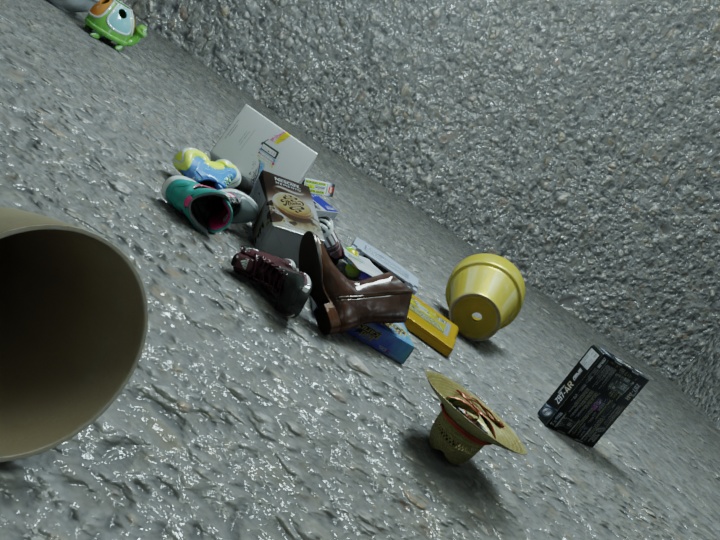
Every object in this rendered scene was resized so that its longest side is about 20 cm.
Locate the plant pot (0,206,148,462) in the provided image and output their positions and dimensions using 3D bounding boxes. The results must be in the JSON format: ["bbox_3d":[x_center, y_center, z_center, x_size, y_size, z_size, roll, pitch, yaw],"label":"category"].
[{"bbox_3d":[-0.305,0.022,0.632,0.200,0.188,0.187,26,4,40],"label":"plant pot"}]

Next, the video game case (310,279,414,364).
[{"bbox_3d":[-0.003,0.077,1.473,0.200,0.045,0.181,31,14,-17],"label":"video game case"}]

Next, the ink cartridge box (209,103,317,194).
[{"bbox_3d":[-0.225,-0.253,1.807,0.200,0.145,0.147,34,-12,-4],"label":"ink cartridge box"}]

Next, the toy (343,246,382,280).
[{"bbox_3d":[0.000,0.000,1.767,0.115,0.047,0.200,25,12,-26],"label":"toy"}]

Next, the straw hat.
[{"bbox_3d":[0.147,0.239,1.156,0.201,0.085,0.201,37,7,-5],"label":"straw hat"}]

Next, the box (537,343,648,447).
[{"bbox_3d":[0.504,0.274,1.690,0.160,0.200,0.044,27,15,-28],"label":"box"}]

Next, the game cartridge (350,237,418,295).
[{"bbox_3d":[0.059,-0.010,1.990,0.200,0.041,0.133,34,16,-2],"label":"game cartridge"}]

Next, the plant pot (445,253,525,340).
[{"bbox_3d":[0.305,0.081,1.967,0.201,0.201,0.189,35,28,2],"label":"plant pot"}]

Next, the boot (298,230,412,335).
[{"bbox_3d":[-0.003,0.014,1.369,0.200,0.064,0.187,-9,84,-38],"label":"boot"}]

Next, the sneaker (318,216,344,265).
[{"bbox_3d":[-0.097,-0.059,1.691,0.116,0.076,0.200,61,-15,-21],"label":"sneaker"}]

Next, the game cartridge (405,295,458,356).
[{"bbox_3d":[0.139,0.110,1.749,0.176,0.032,0.200,35,11,4],"label":"game cartridge"}]

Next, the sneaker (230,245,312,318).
[{"bbox_3d":[-0.156,0.012,1.279,0.115,0.076,0.200,24,5,-22],"label":"sneaker"}]

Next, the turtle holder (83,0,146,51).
[{"bbox_3d":[-0.778,-0.786,2.495,0.185,0.132,0.141,29,13,-23],"label":"turtle holder"}]

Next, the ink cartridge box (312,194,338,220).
[{"bbox_3d":[-0.137,-0.166,2.036,0.094,0.044,0.200,39,13,14],"label":"ink cartridge box"}]

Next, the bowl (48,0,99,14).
[{"bbox_3d":[-0.963,-0.905,2.555,0.201,0.090,0.201,32,12,-8],"label":"bowl"}]

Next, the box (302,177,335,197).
[{"bbox_3d":[-0.174,-0.228,2.004,0.200,0.035,0.110,18,9,40],"label":"box"}]

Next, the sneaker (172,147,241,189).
[{"bbox_3d":[-0.309,-0.184,1.636,0.200,0.076,0.105,15,42,-59],"label":"sneaker"}]

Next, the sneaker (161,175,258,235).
[{"bbox_3d":[-0.252,-0.111,1.426,0.200,0.084,0.121,13,19,-42],"label":"sneaker"}]

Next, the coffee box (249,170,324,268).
[{"bbox_3d":[-0.151,-0.101,1.543,0.113,0.080,0.200,16,32,-26],"label":"coffee box"}]
